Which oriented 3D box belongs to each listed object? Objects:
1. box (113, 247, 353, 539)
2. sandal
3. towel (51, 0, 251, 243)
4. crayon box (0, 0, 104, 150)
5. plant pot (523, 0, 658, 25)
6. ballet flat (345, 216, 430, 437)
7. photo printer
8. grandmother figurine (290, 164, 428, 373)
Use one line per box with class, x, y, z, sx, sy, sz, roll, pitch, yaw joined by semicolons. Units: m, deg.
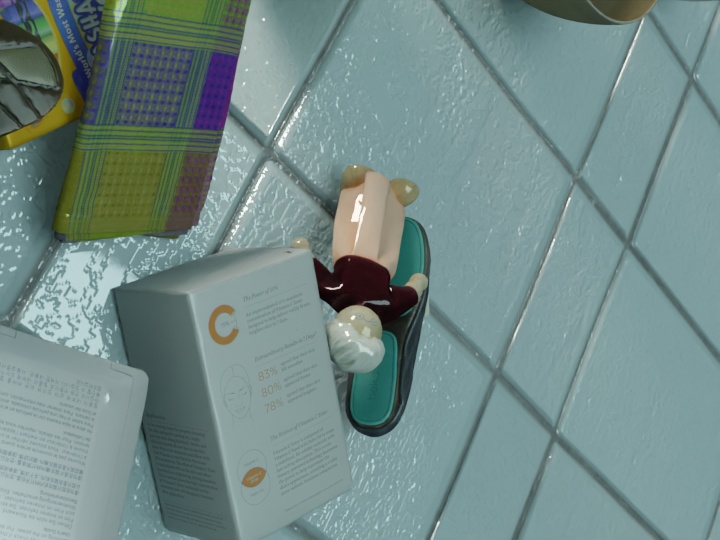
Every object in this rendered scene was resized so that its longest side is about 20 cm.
box;-0.095;0.093;0.960;0.124;0.097;0.200;-21;106;-43
sandal;-0.286;-0.099;0.771;0.200;0.055;0.082;-28;100;-14
towel;-0.150;-0.112;0.893;0.144;0.023;0.200;-6;117;-54
crayon box;-0.223;-0.164;0.856;0.200;0.052;0.126;-34;115;-39
plant pot;0.197;-0.337;1.220;0.200;0.134;0.201;-3;94;-46
ballet flat;0.026;0.053;1.113;0.073;0.073;0.200;26;67;-43
photo printer;-0.233;0.142;0.810;0.166;0.069;0.200;22;65;-33
grandmother figurine;0.000;0.000;1.029;0.121;0.061;0.200;10;49;-5
